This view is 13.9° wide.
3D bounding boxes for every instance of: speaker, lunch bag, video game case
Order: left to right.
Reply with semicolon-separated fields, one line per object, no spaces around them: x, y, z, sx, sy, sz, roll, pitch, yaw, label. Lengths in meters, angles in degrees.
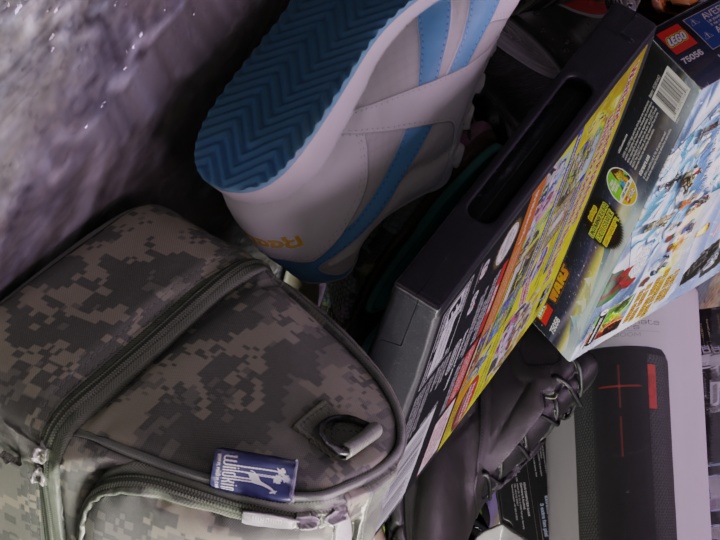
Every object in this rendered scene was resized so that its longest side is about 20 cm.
-0.061;0.096;1.160;0.139;0.168;0.200;-41;150;-36;lunch bag
0.048;0.009;1.221;0.181;0.025;0.200;-51;167;-35;video game case
0.130;0.105;1.437;0.081;0.081;0.200;39;48;-66;speaker

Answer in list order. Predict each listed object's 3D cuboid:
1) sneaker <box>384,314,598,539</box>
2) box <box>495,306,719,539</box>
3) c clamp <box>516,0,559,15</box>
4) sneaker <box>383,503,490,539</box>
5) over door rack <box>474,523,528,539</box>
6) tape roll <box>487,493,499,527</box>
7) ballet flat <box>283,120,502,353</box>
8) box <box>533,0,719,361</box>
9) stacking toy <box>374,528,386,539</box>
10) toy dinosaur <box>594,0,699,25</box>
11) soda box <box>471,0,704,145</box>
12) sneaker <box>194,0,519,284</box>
0.062;0.061;1.380;0.076;0.091;0.200;88;15;-69;sneaker
0.149;0.123;1.498;0.050;0.158;0.200;77;4;-74;box
0.151;-0.137;1.439;0.171;0.027;0.200;-35;160;8;c clamp
0.033;0.142;1.499;0.072;0.083;0.200;-61;156;5;sneaker
0.024;0.223;1.387;0.200;0.067;0.148;-25;132;-49;over door rack
0.145;0.163;1.601;0.085;0.200;0.200;2;116;-63;tape roll
0.000;0.000;1.284;0.069;0.071;0.200;-32;153;-41;ballet flat
0.157;-0.056;1.323;0.137;0.040;0.200;-28;155;-32;box
-0.082;0.162;1.317;0.200;0.085;0.085;-36;147;-33;stacking toy
0.119;-0.154;1.251;0.200;0.102;0.136;104;1;-61;toy dinosaur
0.109;-0.082;1.351;0.200;0.071;0.063;-18;153;-42;soda box
0.016;-0.085;1.192;0.200;0.076;0.081;-49;134;-17;sneaker
